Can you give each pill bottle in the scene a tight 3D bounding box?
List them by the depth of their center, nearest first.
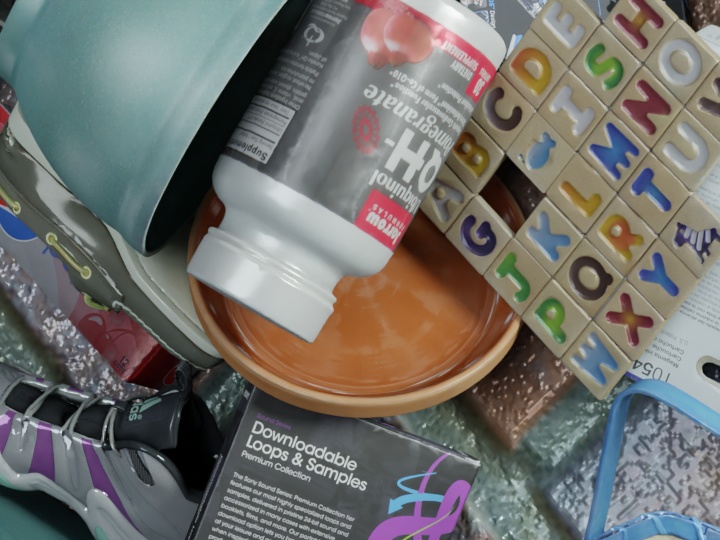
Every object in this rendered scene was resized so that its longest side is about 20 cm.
[{"bbox_3d":[-0.013,-0.066,1.592,0.111,0.111,0.200,28,87,26],"label":"pill bottle"}]

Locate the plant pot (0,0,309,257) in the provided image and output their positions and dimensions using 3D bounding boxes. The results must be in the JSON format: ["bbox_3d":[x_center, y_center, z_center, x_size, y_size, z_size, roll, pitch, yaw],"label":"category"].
[{"bbox_3d":[-0.122,-0.126,1.628,0.134,0.200,0.200,32,97,5],"label":"plant pot"}]

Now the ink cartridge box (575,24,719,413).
[{"bbox_3d":[0.238,-0.005,1.567,0.196,0.043,0.200,27,117,16],"label":"ink cartridge box"}]

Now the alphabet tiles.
[{"bbox_3d":[0.131,-0.054,1.584,0.167,0.008,0.200,48,124,18],"label":"alphabet tiles"}]

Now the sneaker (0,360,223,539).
[{"bbox_3d":[-0.146,0.088,1.694,0.200,0.078,0.140,35,132,-8],"label":"sneaker"}]

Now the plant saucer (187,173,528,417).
[{"bbox_3d":[0.000,0.000,1.666,0.200,0.032,0.200,2,55,-3],"label":"plant saucer"}]

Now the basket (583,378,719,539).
[{"bbox_3d":[0.188,0.174,1.529,0.176,0.139,0.200,31,127,26],"label":"basket"}]

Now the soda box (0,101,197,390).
[{"bbox_3d":[-0.169,-0.014,1.778,0.063,0.070,0.200,-49,66,9],"label":"soda box"}]

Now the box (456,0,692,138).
[{"bbox_3d":[0.088,-0.175,1.670,0.198,0.050,0.200,-9,79,10],"label":"box"}]

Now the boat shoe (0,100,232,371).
[{"bbox_3d":[-0.144,-0.014,1.694,0.202,0.072,0.060,48,122,13],"label":"boat shoe"}]

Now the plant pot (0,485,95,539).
[{"bbox_3d":[-0.232,0.196,1.743,0.200,0.141,0.141,44,102,32],"label":"plant pot"}]

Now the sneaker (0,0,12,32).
[{"bbox_3d":[-0.287,-0.119,1.850,0.078,0.090,0.200,25,72,-9],"label":"sneaker"}]

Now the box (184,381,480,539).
[{"bbox_3d":[-0.033,0.175,1.663,0.143,0.036,0.200,22,93,-12],"label":"box"}]
